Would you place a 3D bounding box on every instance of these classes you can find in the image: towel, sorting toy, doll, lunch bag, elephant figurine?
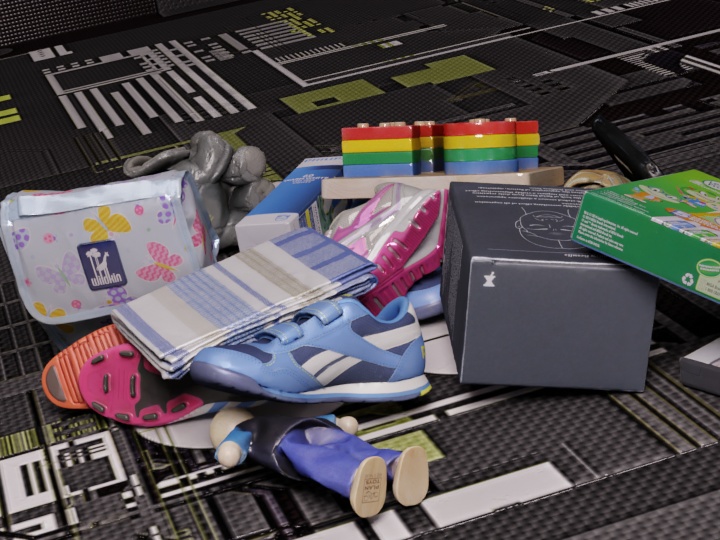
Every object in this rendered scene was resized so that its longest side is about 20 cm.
[{"bbox_3d":[-0.098,0.023,1.284,0.199,0.024,0.147,-25,26,-20],"label":"towel"},{"bbox_3d":[0.084,-0.111,1.503,0.197,0.070,0.200,-1,5,17],"label":"sorting toy"},{"bbox_3d":[-0.047,0.132,1.143,0.136,0.049,0.199,-7,12,-40],"label":"doll"},{"bbox_3d":[-0.221,-0.012,1.407,0.168,0.200,0.128,-8,63,1],"label":"lunch bag"},{"bbox_3d":[-0.193,-0.088,1.720,0.154,0.143,0.199,10,4,-38],"label":"elephant figurine"}]

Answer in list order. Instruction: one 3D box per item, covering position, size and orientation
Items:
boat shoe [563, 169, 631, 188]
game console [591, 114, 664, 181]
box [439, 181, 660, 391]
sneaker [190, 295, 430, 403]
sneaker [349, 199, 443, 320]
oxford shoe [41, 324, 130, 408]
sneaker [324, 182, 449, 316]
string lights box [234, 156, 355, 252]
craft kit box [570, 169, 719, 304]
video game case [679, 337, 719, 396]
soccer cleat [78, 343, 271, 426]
[{"bbox_3d":[0.226,-0.064,1.478,0.072,0.076,0.200,-54,20,7],"label":"boat shoe"},{"bbox_3d":[0.331,-0.089,1.480,0.116,0.176,0.200,-38,19,6],"label":"game console"},{"bbox_3d":[0.148,0.008,1.266,0.147,0.108,0.200,3,19,-3],"label":"box"},{"bbox_3d":[-0.038,0.060,1.199,0.199,0.083,0.074,0,1,-30],"label":"sneaker"},{"bbox_3d":[0.031,-0.010,1.451,0.073,0.083,0.200,-15,23,-18],"label":"sneaker"},{"bbox_3d":[-0.182,0.077,1.369,0.199,0.072,0.073,-16,-5,-14],"label":"oxford shoe"},{"bbox_3d":[0.000,0.000,1.370,0.200,0.082,0.088,-45,41,-17],"label":"sneaker"},{"bbox_3d":[-0.053,-0.033,1.520,0.058,0.104,0.200,-3,21,20],"label":"string lights box"},{"bbox_3d":[0.293,-0.017,1.182,0.199,0.049,0.197,26,19,30],"label":"craft kit box"},{"bbox_3d":[0.373,0.065,1.163,0.180,0.026,0.199,-23,23,-32],"label":"video game case"},{"bbox_3d":[-0.135,0.091,1.302,0.198,0.070,0.086,-6,-2,18],"label":"soccer cleat"}]
